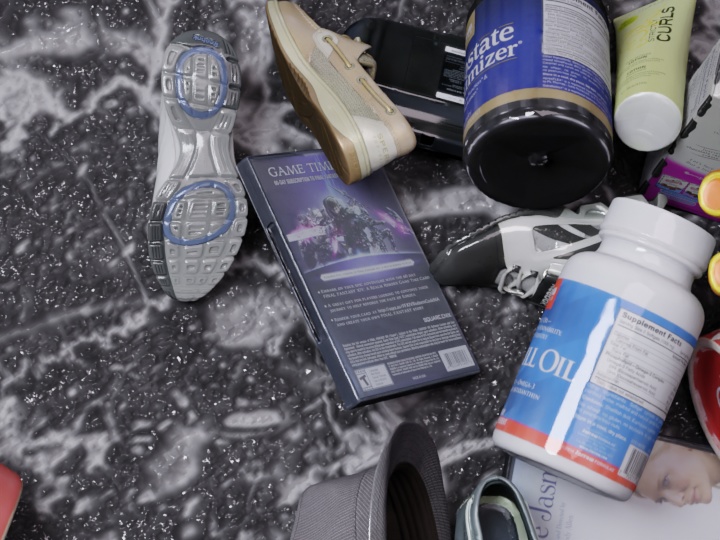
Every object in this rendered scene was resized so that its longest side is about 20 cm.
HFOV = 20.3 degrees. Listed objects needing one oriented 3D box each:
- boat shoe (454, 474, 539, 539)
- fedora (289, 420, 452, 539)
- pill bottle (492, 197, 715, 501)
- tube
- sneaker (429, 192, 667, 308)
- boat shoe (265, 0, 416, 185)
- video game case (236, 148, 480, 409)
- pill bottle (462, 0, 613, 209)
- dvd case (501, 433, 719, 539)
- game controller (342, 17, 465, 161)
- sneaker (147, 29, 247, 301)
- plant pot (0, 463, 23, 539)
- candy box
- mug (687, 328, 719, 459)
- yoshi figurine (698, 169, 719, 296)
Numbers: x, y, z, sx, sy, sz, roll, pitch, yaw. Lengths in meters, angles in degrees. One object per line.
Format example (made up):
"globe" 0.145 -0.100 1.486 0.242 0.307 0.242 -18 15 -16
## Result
"boat shoe" 0.099 0.234 1.395 0.072 0.062 0.201 1 51 -6
"fedora" 0.004 0.210 1.402 0.090 0.177 0.202 -9 87 18
"pill bottle" 0.181 0.055 1.450 0.112 0.112 0.201 23 84 0
"tube" 0.224 -0.164 1.551 0.058 0.052 0.200 15 35 1
"sneaker" 0.154 0.000 1.528 0.199 0.074 0.089 -10 71 -12
"boat shoe" -0.018 -0.143 1.521 0.065 0.072 0.200 -22 45 -9
"video game case" 0.000 0.000 1.493 0.142 0.019 0.201 -9 68 -48
"pill bottle" 0.134 -0.155 1.517 0.111 0.112 0.201 8 52 -6
"dvd case" 0.199 0.187 1.500 0.199 0.018 0.144 13 70 -4
"game controller" 0.076 -0.138 1.588 0.199 0.042 0.105 15 55 -4
"sneaker" -0.122 -0.077 1.513 0.074 0.087 0.202 6 89 -9
"plant pot" -0.334 0.170 1.341 0.176 0.200 0.201 25 69 -11
"candy box" 0.304 -0.098 1.518 0.135 0.200 0.061 16 69 -4
"mug" 0.351 0.068 1.523 0.199 0.177 0.134 -18 108 -14
"yoshi figurine" 0.295 -0.024 1.458 0.112 0.200 0.113 47 113 24
